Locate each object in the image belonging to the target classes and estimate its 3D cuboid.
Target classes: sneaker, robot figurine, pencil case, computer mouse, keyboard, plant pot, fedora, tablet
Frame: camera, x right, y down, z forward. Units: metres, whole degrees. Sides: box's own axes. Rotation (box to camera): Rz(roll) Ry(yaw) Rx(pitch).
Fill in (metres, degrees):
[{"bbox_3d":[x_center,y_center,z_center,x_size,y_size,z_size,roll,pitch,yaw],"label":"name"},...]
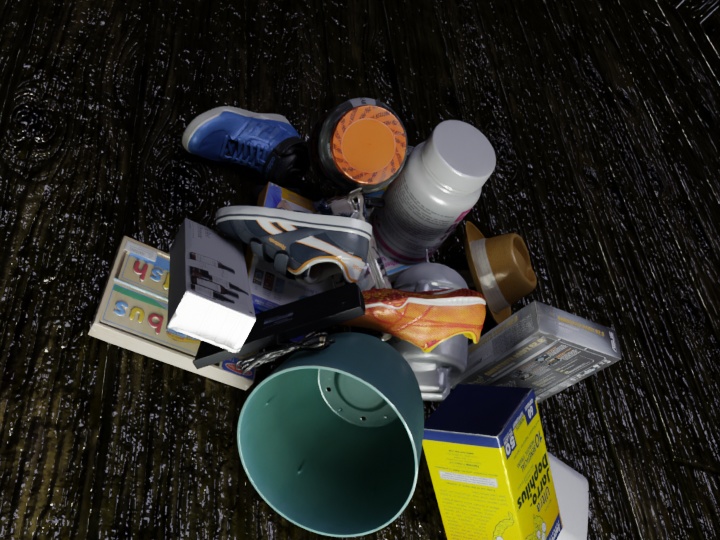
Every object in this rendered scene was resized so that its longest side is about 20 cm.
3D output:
[{"bbox_3d":[-0.088,-0.029,0.869,0.078,0.196,0.081,36,62,-72],"label":"sneaker"},{"bbox_3d":[0.095,0.076,1.012,0.111,0.170,0.203,2,67,11],"label":"robot figurine"},{"bbox_3d":[0.000,0.000,0.930,0.077,0.089,0.203,-19,87,-24],"label":"pencil case"},{"bbox_3d":[0.059,0.061,0.862,0.196,0.079,0.073,3,9,-13],"label":"sneaker"},{"bbox_3d":[-0.062,-0.096,1.031,0.059,0.197,0.035,-1,98,-72],"label":"computer mouse"},{"bbox_3d":[-0.089,0.071,0.794,0.127,0.197,0.021,-96,166,-68],"label":"keyboard"},{"bbox_3d":[-0.017,0.164,0.820,0.200,0.201,0.161,42,24,-2],"label":"plant pot"},{"bbox_3d":[-0.153,-0.174,1.053,0.198,0.077,0.111,-10,51,-50],"label":"sneaker"},{"bbox_3d":[0.233,-0.002,1.173,0.201,0.081,0.203,52,27,-40],"label":"fedora"},{"bbox_3d":[0.254,0.306,1.052,0.199,0.014,0.131,36,42,-11],"label":"tablet"}]

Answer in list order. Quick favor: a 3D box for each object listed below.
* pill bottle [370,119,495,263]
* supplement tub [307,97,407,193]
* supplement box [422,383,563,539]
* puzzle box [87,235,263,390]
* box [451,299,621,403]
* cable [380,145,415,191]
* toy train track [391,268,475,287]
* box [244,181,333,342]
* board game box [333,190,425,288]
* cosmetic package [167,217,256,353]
[{"bbox_3d":[0.098,-0.107,1.009,0.112,0.200,0.115,11,56,-18],"label":"pill bottle"},{"bbox_3d":[-0.005,-0.170,0.995,0.122,0.124,0.200,33,1,-12],"label":"supplement tub"},{"bbox_3d":[0.162,0.255,0.881,0.109,0.108,0.203,-35,115,-48],"label":"supplement box"},{"bbox_3d":[-0.211,0.052,0.872,0.198,0.025,0.135,24,46,-23],"label":"puzzle box"},{"bbox_3d":[0.245,0.128,1.046,0.156,0.200,0.049,18,51,-25],"label":"box"},{"bbox_3d":[0.076,-0.128,1.121,0.096,0.200,0.051,17,77,-3],"label":"cable"},{"bbox_3d":[0.099,0.014,1.138,0.197,0.033,0.116,2,64,-30],"label":"toy train track"},{"bbox_3d":[-0.091,-0.010,0.953,0.118,0.041,0.203,22,51,-22],"label":"box"},{"bbox_3d":[-0.018,-0.034,1.058,0.198,0.034,0.136,-18,69,-33],"label":"board game box"},{"bbox_3d":[-0.172,0.010,0.826,0.082,0.051,0.201,26,17,-24],"label":"cosmetic package"}]
